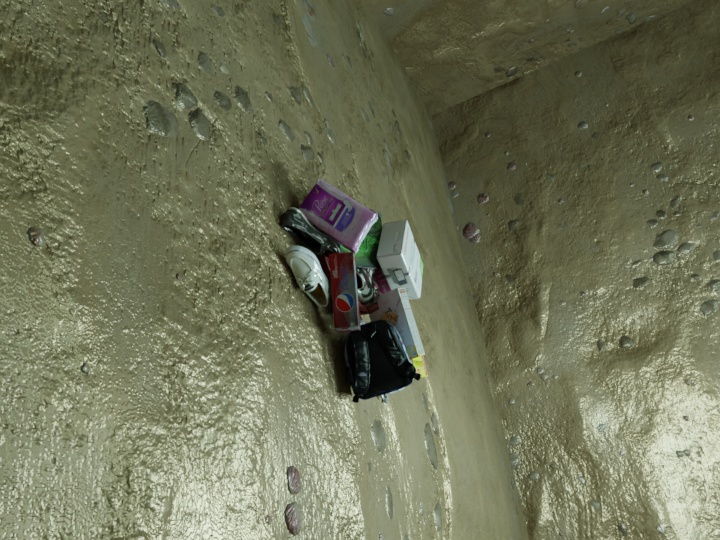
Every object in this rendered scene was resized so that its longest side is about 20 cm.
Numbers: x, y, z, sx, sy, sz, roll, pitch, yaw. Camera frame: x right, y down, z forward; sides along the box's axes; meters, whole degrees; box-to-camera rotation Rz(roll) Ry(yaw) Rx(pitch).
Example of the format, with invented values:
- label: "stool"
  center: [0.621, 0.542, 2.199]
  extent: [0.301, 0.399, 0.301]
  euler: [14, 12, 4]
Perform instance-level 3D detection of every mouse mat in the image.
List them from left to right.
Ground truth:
- label: "mouse mat"
  center: [0.004, -0.089, 1.605]
  extent: [0.198, 0.007, 0.165]
  euler: [4, 80, -48]

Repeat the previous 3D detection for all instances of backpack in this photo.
- label: "backpack"
  center: [0.042, 0.235, 1.511]
  extent: [0.154, 0.196, 0.194]
  euler: [161, -86, -79]

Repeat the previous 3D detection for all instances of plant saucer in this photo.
- label: "plant saucer"
  center: [-0.049, 0.042, 1.615]
  extent: [0.199, 0.036, 0.203]
  euler: [3, 65, -68]

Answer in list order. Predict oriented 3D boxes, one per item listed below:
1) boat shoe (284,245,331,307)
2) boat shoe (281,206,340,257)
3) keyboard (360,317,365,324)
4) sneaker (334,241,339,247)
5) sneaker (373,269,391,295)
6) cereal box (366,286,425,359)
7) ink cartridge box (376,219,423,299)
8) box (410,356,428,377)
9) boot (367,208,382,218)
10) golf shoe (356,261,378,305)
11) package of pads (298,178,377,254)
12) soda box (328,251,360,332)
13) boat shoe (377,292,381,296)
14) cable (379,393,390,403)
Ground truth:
- label: "boat shoe"
  center: [-0.131, 0.021, 1.406]
  extent: [0.201, 0.070, 0.071]
  euler: [61, 19, -44]
- label: "boat shoe"
  center: [-0.135, -0.084, 1.469]
  extent: [0.200, 0.066, 0.058]
  euler: [43, 51, -30]
- label: "keyboard"
  center: [-0.012, 0.154, 1.677]
  extent: [0.201, 0.010, 0.057]
  euler: [53, 28, -41]
- label: "sneaker"
  center: [-0.077, -0.147, 1.612]
  extent: [0.202, 0.083, 0.081]
  euler: [59, 1, 0]
- label: "sneaker"
  center: [0.075, 0.026, 1.815]
  extent: [0.201, 0.073, 0.088]
  euler: [-113, 179, -48]
- label: "cereal box"
  center: [0.097, 0.165, 1.604]
  extent: [0.039, 0.143, 0.204]
  euler: [-6, 74, -45]
- label: "ink cartridge box"
  center: [0.125, -0.030, 1.692]
  extent: [0.147, 0.082, 0.202]
  euler: [-77, 152, -42]
- label: "box"
  center: [0.159, 0.307, 1.740]
  extent: [0.200, 0.049, 0.077]
  euler: [25, 51, -68]
- label: "boot"
  center: [0.017, -0.080, 1.738]
  extent: [0.182, 0.071, 0.204]
  euler: [51, 56, -74]
- label: "golf shoe"
  center: [0.000, 0.000, 1.631]
  extent: [0.088, 0.076, 0.203]
  euler: [30, 40, -50]
- label: "package of pads"
  center: [-0.061, -0.147, 1.499]
  extent: [0.198, 0.122, 0.076]
  euler: [33, -6, 8]
- label: "soda box"
  center: [-0.042, 0.057, 1.465]
  extent: [0.064, 0.068, 0.204]
  euler: [74, 11, -74]
- label: "boat shoe"
  center: [0.061, 0.128, 1.709]
  extent: [0.199, 0.056, 0.068]
  euler: [40, -39, 34]
- label: "cable"
  center: [0.083, 0.280, 1.728]
  extent: [0.201, 0.068, 0.203]
  euler: [-62, 133, -62]
